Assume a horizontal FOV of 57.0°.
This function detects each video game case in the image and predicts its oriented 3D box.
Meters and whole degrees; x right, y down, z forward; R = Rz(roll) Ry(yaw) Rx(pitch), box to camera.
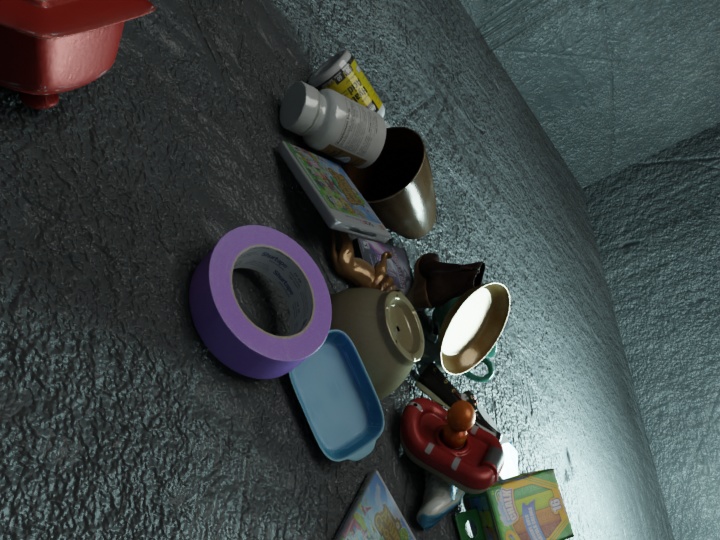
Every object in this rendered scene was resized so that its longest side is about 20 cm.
[{"bbox_3d":[0.036,0.445,1.009,0.204,0.022,0.182,61,29,-9],"label":"video game case"},{"bbox_3d":[0.059,0.014,1.368,0.198,0.019,0.147,8,63,-56],"label":"video game case"},{"bbox_3d":[-0.046,-0.141,1.212,0.180,0.022,0.202,12,38,-56],"label":"video game case"}]

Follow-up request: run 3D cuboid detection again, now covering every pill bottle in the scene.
[{"bbox_3d":[-0.054,-0.283,1.281,0.196,0.113,0.118,16,54,-39],"label":"pill bottle"},{"bbox_3d":[-0.015,-0.352,1.413,0.201,0.109,0.113,52,32,-24],"label":"pill bottle"}]

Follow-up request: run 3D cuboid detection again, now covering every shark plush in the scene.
[{"bbox_3d":[0.129,0.131,1.331,0.202,0.082,0.092,56,31,-18],"label":"shark plush"}]

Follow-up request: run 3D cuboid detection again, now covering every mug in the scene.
[{"bbox_3d":[0.220,0.130,1.418,0.188,0.110,0.155,-104,-175,-48],"label":"mug"}]

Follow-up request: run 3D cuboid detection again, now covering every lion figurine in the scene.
[{"bbox_3d":[0.000,0.000,1.231,0.197,0.072,0.125,31,51,-14],"label":"lion figurine"}]

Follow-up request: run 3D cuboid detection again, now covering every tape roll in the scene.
[{"bbox_3d":[-0.136,0.042,0.921,0.196,0.065,0.205,24,49,-30],"label":"tape roll"}]

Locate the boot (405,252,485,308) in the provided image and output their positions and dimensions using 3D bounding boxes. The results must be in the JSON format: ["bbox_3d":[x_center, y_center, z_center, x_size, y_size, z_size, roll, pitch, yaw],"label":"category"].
[{"bbox_3d":[0.189,0.011,1.394,0.074,0.162,0.201,63,30,-21],"label":"boot"}]

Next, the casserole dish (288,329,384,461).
[{"bbox_3d":[-0.041,0.189,1.007,0.119,0.039,0.205,-25,89,-27],"label":"casserole dish"}]

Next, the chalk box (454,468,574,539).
[{"bbox_3d":[0.276,0.466,1.253,0.194,0.124,0.128,-11,73,-19],"label":"chalk box"}]

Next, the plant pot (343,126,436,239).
[{"bbox_3d":[0.085,-0.162,1.403,0.201,0.182,0.192,51,30,-48],"label":"plant pot"}]

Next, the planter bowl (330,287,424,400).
[{"bbox_3d":[0.025,0.116,1.118,0.199,0.132,0.205,38,39,-40],"label":"planter bowl"}]

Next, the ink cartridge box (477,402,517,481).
[{"bbox_3d":[0.255,0.376,1.381,0.201,0.065,0.118,50,33,-27],"label":"ink cartridge box"}]

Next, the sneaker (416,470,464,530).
[{"bbox_3d":[0.144,0.389,1.193,0.081,0.077,0.199,45,31,12],"label":"sneaker"}]

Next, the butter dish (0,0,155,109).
[{"bbox_3d":[-0.362,-0.255,0.740,0.194,0.151,0.201,23,35,7],"label":"butter dish"}]

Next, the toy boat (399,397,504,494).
[{"bbox_3d":[0.165,0.284,1.166,0.196,0.134,0.130,24,32,19],"label":"toy boat"}]

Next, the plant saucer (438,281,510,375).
[{"bbox_3d":[0.214,0.107,1.288,0.035,0.204,0.198,34,7,39],"label":"plant saucer"}]

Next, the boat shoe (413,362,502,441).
[{"bbox_3d":[0.196,0.259,1.277,0.200,0.063,0.074,40,-7,14],"label":"boat shoe"}]
